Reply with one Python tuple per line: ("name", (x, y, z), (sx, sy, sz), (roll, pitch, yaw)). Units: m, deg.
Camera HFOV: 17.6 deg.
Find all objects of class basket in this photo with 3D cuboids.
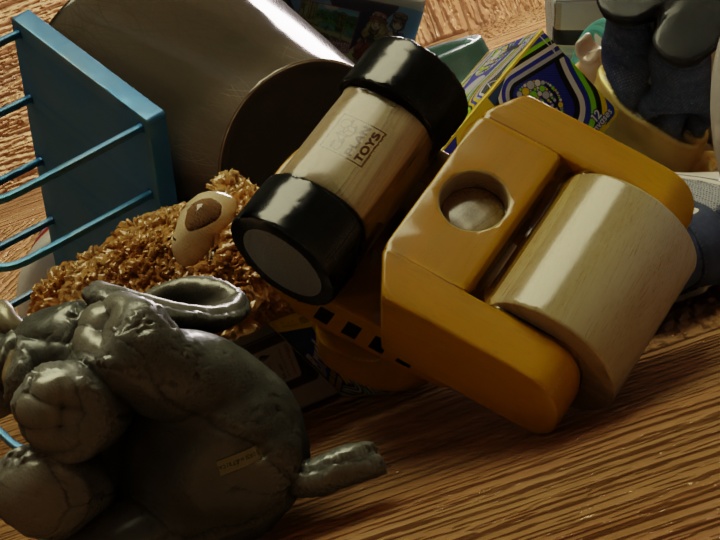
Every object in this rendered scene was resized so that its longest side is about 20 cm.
("basket", (-0.076, -0.095, 1.366), (0.179, 0.137, 0.200), (-11, 24, -25))

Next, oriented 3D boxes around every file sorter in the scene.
("file sorter", (-0.188, -0.016, 1.341), (0.122, 0.201, 0.139), (-30, 46, -28))

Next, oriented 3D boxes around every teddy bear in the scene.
("teddy bear", (-0.099, -0.006, 1.192), (0.144, 0.067, 0.200), (-24, 13, -16))

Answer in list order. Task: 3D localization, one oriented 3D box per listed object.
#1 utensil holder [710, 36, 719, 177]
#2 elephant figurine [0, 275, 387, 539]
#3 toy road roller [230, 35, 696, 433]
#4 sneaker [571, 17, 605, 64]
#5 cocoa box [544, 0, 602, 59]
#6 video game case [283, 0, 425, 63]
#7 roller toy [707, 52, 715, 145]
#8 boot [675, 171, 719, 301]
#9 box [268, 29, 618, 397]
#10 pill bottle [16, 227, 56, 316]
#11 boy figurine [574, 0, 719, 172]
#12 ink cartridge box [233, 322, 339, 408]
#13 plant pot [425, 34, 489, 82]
("utensil holder", (0.262, -0.068, 0.911), (0.169, 0.171, 0.199), (-27, 8, -38))
("elephant figurine", (-0.107, 0.053, 1.041), (0.141, 0.155, 0.200), (-42, 19, 0))
("toy road roller", (0.046, 0.001, 1.065), (0.199, 0.146, 0.123), (27, 64, 19))
("sneaker", (0.129, -0.095, 1.395), (0.077, 0.080, 0.200), (-42, 17, 39))
("cocoa box", (0.229, -0.213, 1.649), (0.199, 0.134, 0.131), (-1, -25, 3))
("video game case", (-0.075, -0.118, 1.537), (0.199, 0.183, 0.023), (10, 26, -14))
("roller toy", (0.242, -0.175, 1.472), (0.139, 0.184, 0.200), (-8, -1, 1))
("boot", (0.115, -0.015, 1.185), (0.090, 0.073, 0.200), (-19, 8, -33))
("box", (0.042, -0.029, 1.205), (0.200, 0.064, 0.070), (-51, 14, -18))
("pill bottle", (-0.172, 0.005, 1.579), (0.109, 0.110, 0.200), (-20, 9, -1))
("boy figurine", (0.163, -0.074, 1.252), (0.064, 0.201, 0.124), (-39, 60, -21))
("ink cartridge box", (-0.064, 0.042, 1.258), (0.199, 0.067, 0.116), (-23, 9, -22))
("plant pot", (0.042, -0.069, 1.479), (0.199, 0.135, 0.200), (-19, 8, 3))
